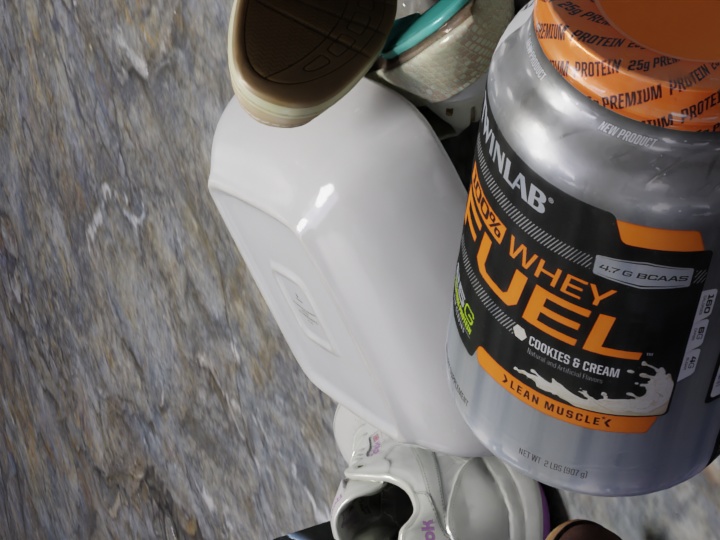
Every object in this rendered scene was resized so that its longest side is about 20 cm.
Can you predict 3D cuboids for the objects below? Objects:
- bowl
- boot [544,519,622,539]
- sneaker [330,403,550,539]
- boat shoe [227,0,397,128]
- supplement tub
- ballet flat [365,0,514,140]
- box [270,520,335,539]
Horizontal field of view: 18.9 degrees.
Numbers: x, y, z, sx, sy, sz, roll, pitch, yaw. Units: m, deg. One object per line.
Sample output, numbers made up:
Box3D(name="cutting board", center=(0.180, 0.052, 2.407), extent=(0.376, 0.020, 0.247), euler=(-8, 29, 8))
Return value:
Box3D(name="bowl", center=(0.000, 0.000, 1.063), extent=(0.201, 0.074, 0.200), euler=(64, 165, -24))
Box3D(name="boot", center=(0.154, 0.179, 0.895), extent=(0.166, 0.072, 0.201), euler=(-43, 61, 55))
Box3D(name="sneaker", center=(0.018, 0.103, 1.132), extent=(0.200, 0.099, 0.076), euler=(-148, 54, -62))
Box3D(name="boat shoe", center=(-0.023, -0.124, 1.017), extent=(0.201, 0.072, 0.065), euler=(-77, 10, -48))
Box3D(name="supplement tub", center=(0.099, -0.023, 0.784), extent=(0.201, 0.122, 0.123), euler=(96, 152, -45))
Box3D(name="ballet flat", center=(0.039, -0.095, 1.020), extent=(0.062, 0.067, 0.200), euler=(49, 167, -10))
Box3D(name="box", center=(-0.006, 0.211, 1.126), extent=(0.164, 0.199, 0.087), euler=(-136, 35, -57))
